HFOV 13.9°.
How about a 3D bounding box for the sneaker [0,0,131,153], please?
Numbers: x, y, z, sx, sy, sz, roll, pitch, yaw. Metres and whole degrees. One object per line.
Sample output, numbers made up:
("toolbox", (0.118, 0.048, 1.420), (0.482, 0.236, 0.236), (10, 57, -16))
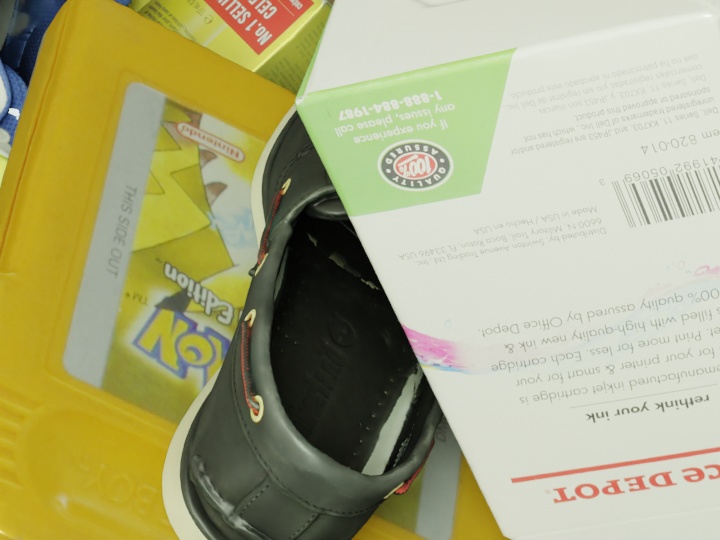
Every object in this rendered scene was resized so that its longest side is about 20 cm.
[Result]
("sneaker", (-0.147, -0.042, 0.953), (0.088, 0.075, 0.200), (18, 73, 28))

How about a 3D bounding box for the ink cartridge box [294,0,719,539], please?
("ink cartridge box", (0.077, 0.003, 0.799), (0.117, 0.200, 0.067), (-10, 36, 22))

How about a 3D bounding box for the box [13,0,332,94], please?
("box", (-0.095, -0.032, 1.001), (0.200, 0.050, 0.075), (-42, 58, -2))

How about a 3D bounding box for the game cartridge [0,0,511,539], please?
("game cartridge", (-0.030, 0.029, 0.867), (0.032, 0.176, 0.200), (-46, 26, 42))

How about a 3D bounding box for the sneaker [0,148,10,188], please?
("sneaker", (-0.094, 0.033, 0.908), (0.200, 0.076, 0.105), (25, 59, -18))

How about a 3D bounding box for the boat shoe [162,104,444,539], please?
("boat shoe", (0.002, 0.001, 0.849), (0.063, 0.074, 0.201), (-43, 19, 42))
